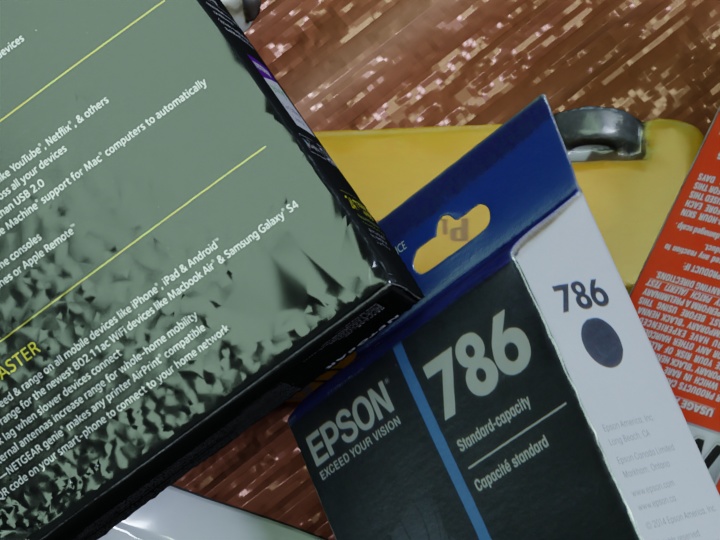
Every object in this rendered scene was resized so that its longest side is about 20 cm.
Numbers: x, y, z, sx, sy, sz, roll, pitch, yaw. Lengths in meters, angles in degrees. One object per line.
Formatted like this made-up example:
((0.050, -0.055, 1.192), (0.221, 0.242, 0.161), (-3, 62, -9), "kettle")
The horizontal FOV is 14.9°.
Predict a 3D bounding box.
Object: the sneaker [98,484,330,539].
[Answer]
((-0.059, 0.101, 0.745), (0.199, 0.073, 0.085), (21, 75, -12), "sneaker")

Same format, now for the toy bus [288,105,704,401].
((0.000, 0.000, 0.785), (0.198, 0.078, 0.066), (-2, 72, 7), "toy bus")

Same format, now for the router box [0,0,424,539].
((-0.107, 0.004, 0.669), (0.199, 0.051, 0.150), (-36, 80, 4), "router box")

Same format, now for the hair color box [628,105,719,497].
((0.137, -0.001, 0.732), (0.064, 0.111, 0.201), (18, 78, 45), "hair color box")

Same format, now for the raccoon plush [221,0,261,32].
((-0.118, -0.071, 0.789), (0.199, 0.134, 0.097), (-15, 106, 22), "raccoon plush")

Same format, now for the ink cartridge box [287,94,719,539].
((0.042, 0.067, 0.673), (0.039, 0.099, 0.201), (-7, 67, -42), "ink cartridge box")
